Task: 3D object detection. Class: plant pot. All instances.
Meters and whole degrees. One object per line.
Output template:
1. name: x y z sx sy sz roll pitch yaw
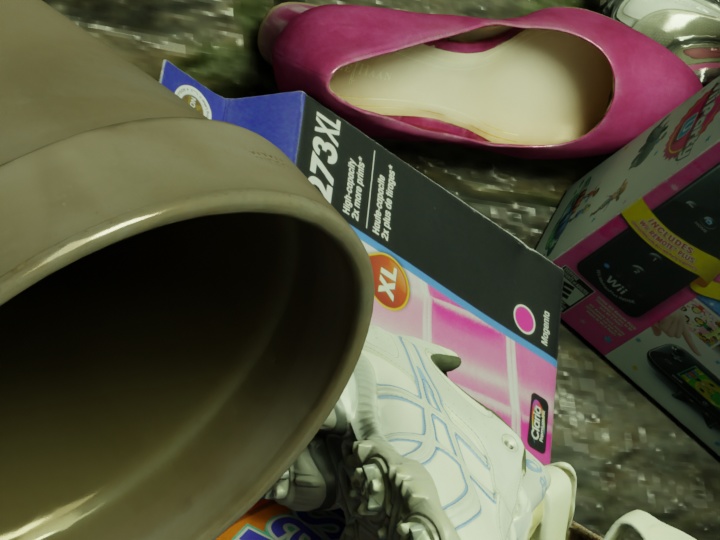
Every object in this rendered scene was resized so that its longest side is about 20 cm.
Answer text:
1. plant pot: -0.123 -0.007 0.750 0.199 0.200 0.174 -16 55 -36

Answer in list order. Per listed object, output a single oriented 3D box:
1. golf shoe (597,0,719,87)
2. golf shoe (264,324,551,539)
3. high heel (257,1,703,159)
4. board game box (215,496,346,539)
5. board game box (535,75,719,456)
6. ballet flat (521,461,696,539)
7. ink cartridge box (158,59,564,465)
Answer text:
1. golf shoe: 0.198 -0.109 1.108 0.199 0.073 0.093 2 65 -31
2. golf shoe: 0.032 0.079 0.808 0.097 0.079 0.200 -2 38 -26
3. high heel: 0.059 -0.074 0.976 0.199 0.096 0.068 13 104 -19
4. board game box: -0.005 0.149 0.802 0.200 0.045 0.152 32 42 27
5. board game box: 0.180 -0.007 0.967 0.147 0.200 0.064 40 52 -9
6. ballet flat: 0.080 0.109 0.868 0.199 0.068 0.068 23 31 31
7. ink cartridge box: 0.000 0.000 0.926 0.200 0.037 0.095 31 51 -32
